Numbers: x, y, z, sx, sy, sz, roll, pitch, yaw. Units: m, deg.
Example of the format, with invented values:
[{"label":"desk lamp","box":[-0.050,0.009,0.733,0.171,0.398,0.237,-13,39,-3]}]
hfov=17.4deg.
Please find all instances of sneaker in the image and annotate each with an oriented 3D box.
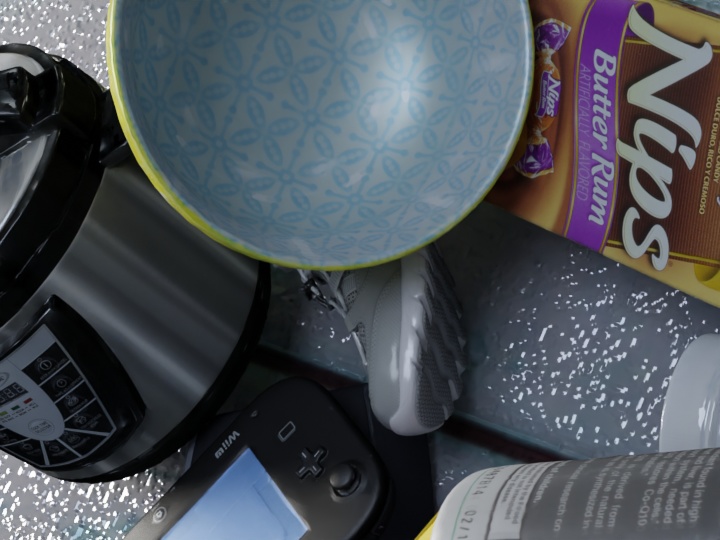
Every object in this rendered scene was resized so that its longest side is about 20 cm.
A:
[{"label":"sneaker","box":[0.000,0.000,1.137,0.081,0.075,0.201,-17,50,9]}]

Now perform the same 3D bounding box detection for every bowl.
[{"label":"bowl","box":[-0.030,-0.096,1.087,0.201,0.199,0.108,-69,15,-11]}]

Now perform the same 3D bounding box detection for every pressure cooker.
[{"label":"pressure cooker","box":[-0.165,-0.010,1.145,0.178,0.200,0.176,21,74,51]}]

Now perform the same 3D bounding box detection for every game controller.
[{"label":"game controller","box":[-0.070,0.142,1.087,0.200,0.042,0.104,-46,54,5]}]

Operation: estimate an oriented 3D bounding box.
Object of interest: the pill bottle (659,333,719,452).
[{"label":"pill bottle","box":[0.227,0.076,0.948,0.199,0.112,0.113,6,73,33]}]

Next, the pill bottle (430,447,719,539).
[{"label":"pill bottle","box":[0.134,0.122,0.881,0.199,0.113,0.114,-8,66,28]}]

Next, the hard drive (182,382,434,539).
[{"label":"hard drive","box":[-0.030,0.153,1.110,0.134,0.042,0.201,-13,64,26]}]

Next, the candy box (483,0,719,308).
[{"label":"candy box","box":[0.133,-0.063,1.061,0.199,0.056,0.118,26,105,43]}]

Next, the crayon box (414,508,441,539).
[{"label":"crayon box","box":[0.043,0.227,0.998,0.172,0.058,0.200,42,93,18]}]
